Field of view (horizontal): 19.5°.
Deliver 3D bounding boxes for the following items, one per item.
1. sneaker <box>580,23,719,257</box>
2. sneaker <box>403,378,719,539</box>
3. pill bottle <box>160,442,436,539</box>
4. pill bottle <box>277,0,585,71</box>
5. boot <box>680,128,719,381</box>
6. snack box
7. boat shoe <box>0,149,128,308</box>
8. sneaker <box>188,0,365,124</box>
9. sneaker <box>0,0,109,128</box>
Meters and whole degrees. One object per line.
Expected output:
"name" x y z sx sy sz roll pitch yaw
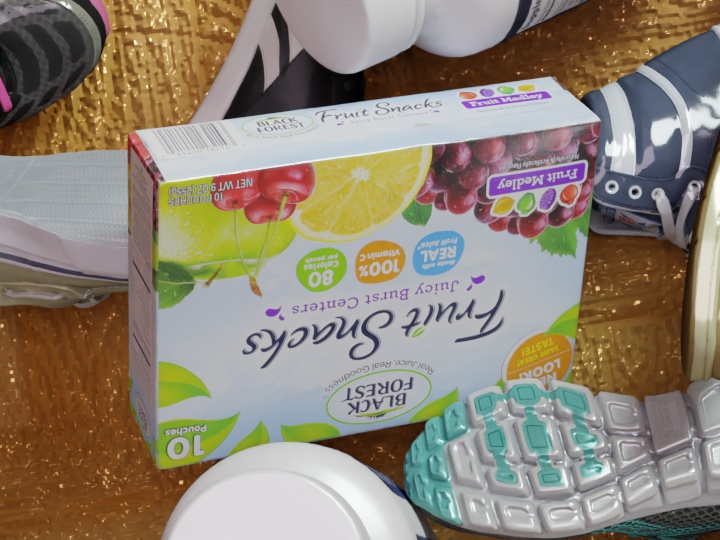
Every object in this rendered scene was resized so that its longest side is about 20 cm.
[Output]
"sneaker" 0.168 -0.011 0.956 0.108 0.070 0.201 -20 73 -2
"sneaker" 0.120 0.096 0.936 0.199 0.091 0.078 -4 58 4
"pill bottle" -0.026 0.131 0.892 0.111 0.200 0.112 -1 81 6
"pill bottle" 0.060 -0.162 0.924 0.200 0.111 0.111 -26 78 -24
"boot" 0.223 -0.027 0.881 0.154 0.072 0.201 17 64 9
"snack box" 0.000 0.000 0.910 0.199 0.053 0.143 -9 123 -20
"boat shoe" -0.138 -0.015 0.975 0.199 0.062 0.072 7 41 31
"sneaker" -0.007 -0.085 0.994 0.112 0.073 0.201 28 94 7
"sneaker" -0.208 -0.074 0.972 0.199 0.088 0.074 -20 123 -2
